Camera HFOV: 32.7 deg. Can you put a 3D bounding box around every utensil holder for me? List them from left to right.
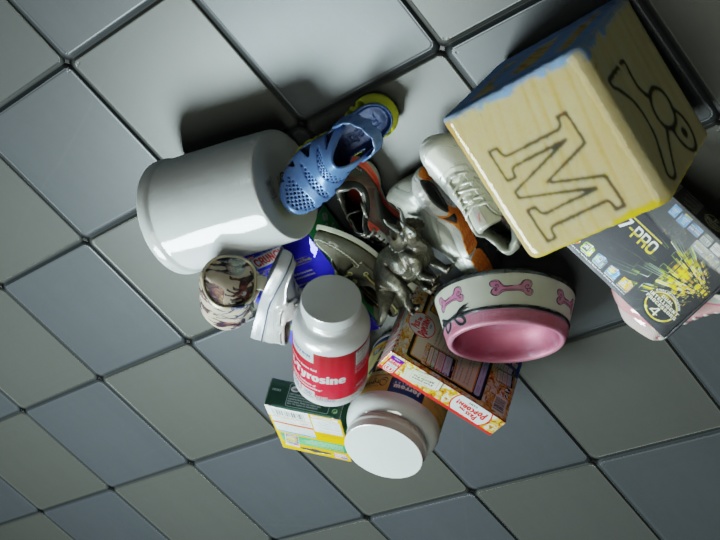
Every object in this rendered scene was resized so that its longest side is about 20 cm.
[{"bbox_3d":[-0.183,-0.098,1.721,0.200,0.170,0.170,-14,125,29],"label":"utensil holder"}]

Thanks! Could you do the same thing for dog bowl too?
[{"bbox_3d":[0.203,0.070,1.723,0.200,0.074,0.200,0,155,0],"label":"dog bowl"}]

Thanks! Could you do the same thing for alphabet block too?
[{"bbox_3d":[0.253,-0.165,1.422,0.196,0.195,0.200,-24,104,40],"label":"alphabet block"}]

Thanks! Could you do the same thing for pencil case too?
[{"bbox_3d":[-0.185,0.034,1.749,0.089,0.078,0.200,19,167,-3],"label":"pencil case"}]

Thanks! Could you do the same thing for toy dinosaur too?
[{"bbox_3d":[0.061,-0.004,1.693,0.102,0.077,0.200,41,139,9],"label":"toy dinosaur"}]

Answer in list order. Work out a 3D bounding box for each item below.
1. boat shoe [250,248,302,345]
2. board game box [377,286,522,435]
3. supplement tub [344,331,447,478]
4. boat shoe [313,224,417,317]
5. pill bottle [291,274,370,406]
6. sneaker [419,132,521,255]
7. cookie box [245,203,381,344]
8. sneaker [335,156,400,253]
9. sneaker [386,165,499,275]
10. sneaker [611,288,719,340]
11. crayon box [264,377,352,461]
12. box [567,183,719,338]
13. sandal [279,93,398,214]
[{"bbox_3d":[-0.111,0.041,1.789,0.065,0.074,0.200,19,146,-2],"label":"boat shoe"},{"bbox_3d":[0.138,0.128,1.809,0.200,0.152,0.046,33,136,-8],"label":"board game box"},{"bbox_3d":[0.062,0.203,1.877,0.144,0.200,0.144,12,135,12],"label":"supplement tub"},{"bbox_3d":[0.002,0.001,1.751,0.202,0.060,0.072,36,169,-39],"label":"boat shoe"},{"bbox_3d":[-0.043,0.100,1.767,0.112,0.112,0.200,14,143,10],"label":"pill bottle"},{"bbox_3d":[0.155,-0.099,1.615,0.200,0.099,0.078,40,120,-20],"label":"sneaker"},{"bbox_3d":[-0.077,0.012,1.844,0.171,0.075,0.200,-17,124,35],"label":"cookie box"},{"bbox_3d":[0.013,-0.064,1.727,0.077,0.082,0.200,-14,125,33],"label":"sneaker"},{"bbox_3d":[0.115,-0.057,1.708,0.092,0.076,0.200,-17,116,44],"label":"sneaker"},{"bbox_3d":[0.438,0.043,1.654,0.200,0.075,0.105,5,129,29],"label":"sneaker"},{"bbox_3d":[-0.076,0.244,1.993,0.126,0.052,0.200,10,154,11],"label":"crayon box"},{"bbox_3d":[0.375,-0.034,1.571,0.200,0.049,0.161,45,128,8],"label":"box"},{"bbox_3d":[-0.034,-0.150,1.611,0.079,0.087,0.200,40,107,-11],"label":"sandal"}]
